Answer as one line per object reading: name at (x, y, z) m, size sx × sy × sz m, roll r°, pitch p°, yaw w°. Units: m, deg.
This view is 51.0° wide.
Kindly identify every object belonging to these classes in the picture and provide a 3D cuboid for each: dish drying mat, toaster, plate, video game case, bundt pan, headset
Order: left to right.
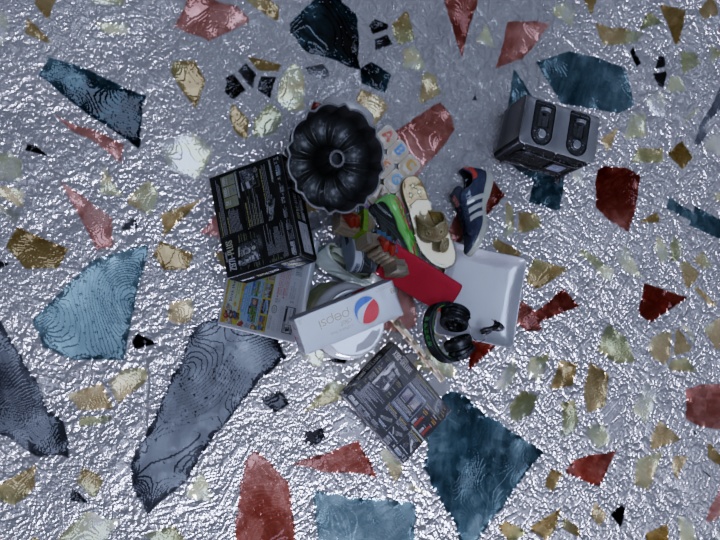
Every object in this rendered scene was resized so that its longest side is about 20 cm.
video game case at (-0.184, 0.026, 1.497) m, size 0.177 × 0.023 × 0.206 m, roll 11°, pitch 87°, yaw 19°
bundt pan at (-0.057, -0.207, 1.420) m, size 0.197 × 0.075 × 0.208 m, roll -2°, pitch 94°, yaw -24°
dish drying mat at (0.123, 0.018, 1.580) m, size 0.198 × 0.018 × 0.078 m, roll 30°, pitch 103°, yaw -26°
headset at (0.213, 0.126, 1.577) m, size 0.197 × 0.093 × 0.127 m, roll 5°, pitch 73°, yaw -45°
plate at (0.262, 0.055, 1.672) m, size 0.195 × 0.032 × 0.205 m, roll 11°, pitch 86°, yaw -16°
toaster at (0.400, -0.283, 1.641) m, size 0.176 × 0.200 × 0.122 m, roll 15°, pitch 83°, yaw -8°

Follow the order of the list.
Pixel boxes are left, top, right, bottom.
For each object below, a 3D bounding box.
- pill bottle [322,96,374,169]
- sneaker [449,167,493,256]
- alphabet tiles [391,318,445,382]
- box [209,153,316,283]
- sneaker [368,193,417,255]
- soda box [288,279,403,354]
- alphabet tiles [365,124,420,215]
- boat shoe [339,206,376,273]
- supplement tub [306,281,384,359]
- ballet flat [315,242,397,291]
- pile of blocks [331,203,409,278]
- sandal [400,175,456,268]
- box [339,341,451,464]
pill bottle at (-0.053, -0.234, 1.525) m, size 0.112 × 0.114 × 0.205 m, roll 20°, pitch 85°, yaw -15°
sneaker at (0.229, -0.131, 1.635) m, size 0.083 × 0.075 × 0.205 m, roll 17°, pitch 67°, yaw -13°
alphabet tiles at (0.100, 0.140, 1.539) m, size 0.015 × 0.196 × 0.201 m, roll -39°, pitch 101°, yaw -1°
box at (-0.187, -0.097, 1.454) m, size 0.160 × 0.086 × 0.205 m, roll -16°, pitch 79°, yaw 16°
sneaker at (0.070, -0.061, 1.600) m, size 0.082 × 0.077 × 0.204 m, roll -14°, pitch 107°, yaw 16°
soda box at (-0.026, 0.082, 1.363) m, size 0.196 × 0.064 × 0.070 m, roll -21°, pitch 95°, yaw -15°
alphabet tiles at (0.031, -0.205, 1.613) m, size 0.195 × 0.015 × 0.201 m, roll -43°, pitch 101°, yaw -12°
boat shoe at (-0.001, -0.087, 1.541) m, size 0.066 × 0.074 × 0.203 m, roll 7°, pitch 54°, yaw -26°
supplement tub at (-0.038, 0.097, 1.496) m, size 0.141 × 0.200 × 0.149 m, roll 0°, pitch 90°, yaw -16°
ballet flat at (0.000, 0.000, 1.570) m, size 0.196 × 0.069 × 0.071 m, roll 25°, pitch 83°, yaw -13°
pile of blocks at (0.032, -0.066, 1.474) m, size 0.199 × 0.062 × 0.083 m, roll 40°, pitch 56°, yaw -17°
sandal at (0.148, -0.101, 1.595) m, size 0.076 × 0.070 × 0.216 m, roll -27°, pitch 93°, yaw -10°
box at (0.075, 0.280, 1.608) m, size 0.158 × 0.050 × 0.201 m, roll -44°, pitch 102°, yaw -12°
